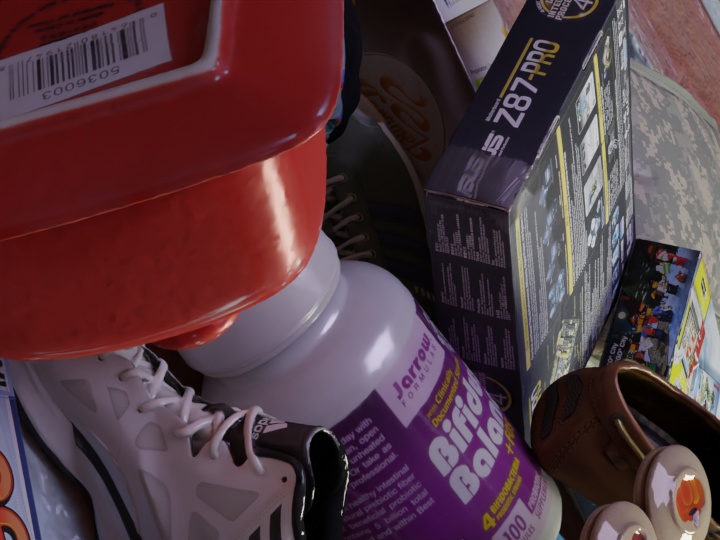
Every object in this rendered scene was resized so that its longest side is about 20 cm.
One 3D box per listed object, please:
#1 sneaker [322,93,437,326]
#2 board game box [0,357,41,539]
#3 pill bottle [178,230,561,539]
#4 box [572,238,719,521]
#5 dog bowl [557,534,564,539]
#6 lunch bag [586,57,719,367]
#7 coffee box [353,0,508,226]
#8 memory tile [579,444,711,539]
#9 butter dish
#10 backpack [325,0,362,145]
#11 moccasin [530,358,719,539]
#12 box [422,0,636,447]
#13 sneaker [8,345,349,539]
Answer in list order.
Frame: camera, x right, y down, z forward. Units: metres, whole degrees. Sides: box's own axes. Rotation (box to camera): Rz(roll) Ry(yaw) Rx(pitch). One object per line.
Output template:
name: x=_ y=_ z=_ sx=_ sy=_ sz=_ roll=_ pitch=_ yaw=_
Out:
sneaker: x=0.000 y=0.000 z=1.215 sx=0.201 sy=0.067 sz=0.090 roll=67 pitch=21 yaw=-6
board game box: x=-0.174 y=0.073 z=0.880 sx=0.135 sy=0.034 sz=0.201 roll=17 pitch=54 yaw=-56
pill bottle: x=-0.002 y=0.068 z=1.111 sx=0.200 sy=0.112 sz=0.113 roll=51 pitch=30 yaw=-27
box: x=0.161 y=0.086 z=1.339 sx=0.200 sy=0.037 sz=0.137 roll=62 pitch=43 yaw=-63
dog bowl: x=0.097 y=0.184 z=1.268 sx=0.200 sy=0.049 sz=0.112 roll=50 pitch=31 yaw=-27
lunch bag: x=0.148 y=-0.036 z=1.462 sx=0.200 sy=0.117 sz=0.165 roll=33 pitch=43 yaw=-55
coffee box: x=0.010 y=-0.121 z=1.281 sx=0.080 sy=0.114 sz=0.201 roll=-27 pitch=93 yaw=-62
memory tile: x=0.118 y=0.180 z=1.049 sx=0.200 sy=0.017 sz=0.154 roll=-38 pitch=113 yaw=-45
butter dish: x=-0.085 y=-0.035 z=0.925 sx=0.200 sy=0.199 sz=0.148 roll=-90 pitch=162 yaw=-55
backpack: x=-0.082 y=-0.104 z=1.089 sx=0.200 sy=0.126 sz=0.168 roll=-34 pitch=102 yaw=-60
moccasin: x=0.175 y=0.100 z=1.154 sx=0.201 sy=0.078 sz=0.074 roll=37 pitch=45 yaw=-21
box: x=0.088 y=-0.021 z=1.190 sx=0.201 sy=0.049 sz=0.162 roll=81 pitch=29 yaw=-48
sneaker: x=-0.068 y=0.057 z=0.996 sx=0.201 sy=0.115 sz=0.076 roll=65 pitch=27 yaw=-2
